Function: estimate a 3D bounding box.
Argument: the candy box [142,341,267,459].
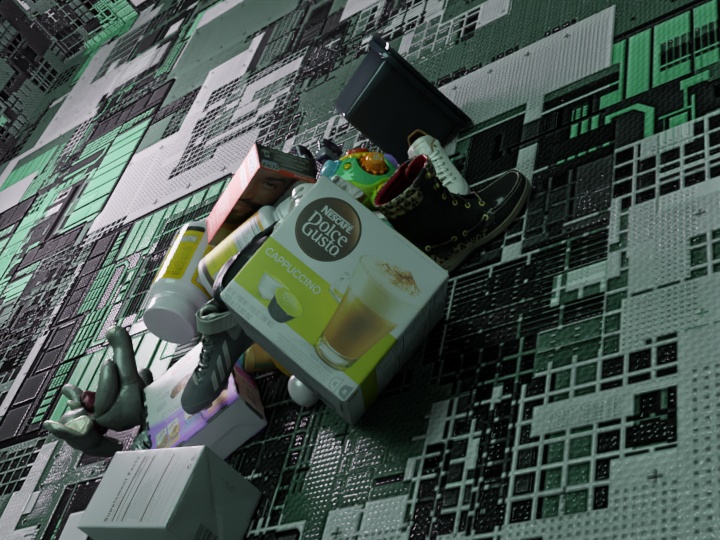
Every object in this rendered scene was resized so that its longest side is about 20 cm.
[{"bbox_3d":[-0.236,0.203,1.484,0.167,0.072,0.200,-39,31,7],"label":"candy box"}]

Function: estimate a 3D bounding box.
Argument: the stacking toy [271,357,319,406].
[{"bbox_3d":[-0.088,0.100,1.408,0.145,0.146,0.202,-28,48,23],"label":"stacking toy"}]

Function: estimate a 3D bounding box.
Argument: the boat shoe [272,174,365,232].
[{"bbox_3d":[-0.069,-0.083,1.349,0.071,0.069,0.200,-52,-10,31],"label":"boat shoe"}]

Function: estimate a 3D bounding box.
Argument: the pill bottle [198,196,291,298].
[{"bbox_3d":[-0.166,-0.031,1.645,0.199,0.109,0.110,-38,30,14],"label":"pill bottle"}]

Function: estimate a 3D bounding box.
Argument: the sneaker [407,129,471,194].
[{"bbox_3d":[0.107,-0.149,1.509,0.072,0.085,0.201,-35,32,9],"label":"sneaker"}]

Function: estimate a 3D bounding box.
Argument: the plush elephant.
[{"bbox_3d":[-0.415,0.221,1.582,0.153,0.165,0.202,-15,58,-2],"label":"plush elephant"}]

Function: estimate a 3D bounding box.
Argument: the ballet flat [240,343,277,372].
[{"bbox_3d":[-0.147,0.090,1.540,0.062,0.069,0.201,3,36,-3],"label":"ballet flat"}]

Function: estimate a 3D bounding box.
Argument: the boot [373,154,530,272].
[{"bbox_3d":[0.124,-0.099,1.356,0.200,0.151,0.073,-40,30,5],"label":"boot"}]

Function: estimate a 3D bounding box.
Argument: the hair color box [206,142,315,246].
[{"bbox_3d":[-0.172,-0.115,1.692,0.200,0.110,0.064,-52,38,37],"label":"hair color box"}]

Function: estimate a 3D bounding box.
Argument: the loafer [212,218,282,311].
[{"bbox_3d":[-0.132,-0.016,1.332,0.071,0.068,0.201,-50,0,39],"label":"loafer"}]

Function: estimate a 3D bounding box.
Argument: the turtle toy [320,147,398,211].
[{"bbox_3d":[0.009,-0.138,1.558,0.144,0.102,0.200,-8,0,20],"label":"turtle toy"}]

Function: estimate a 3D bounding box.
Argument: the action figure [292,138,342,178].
[{"bbox_3d":[-0.066,-0.138,1.716,0.129,0.069,0.202,-22,50,20],"label":"action figure"}]

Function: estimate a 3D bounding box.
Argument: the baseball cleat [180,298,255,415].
[{"bbox_3d":[-0.205,0.105,1.368,0.201,0.106,0.070,-52,39,6],"label":"baseball cleat"}]

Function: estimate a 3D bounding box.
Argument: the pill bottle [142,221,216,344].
[{"bbox_3d":[-0.302,0.022,1.746,0.113,0.114,0.201,-18,38,36],"label":"pill bottle"}]

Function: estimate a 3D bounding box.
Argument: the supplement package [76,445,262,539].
[{"bbox_3d":[-0.253,0.317,1.310,0.199,0.121,0.121,-13,42,41],"label":"supplement package"}]

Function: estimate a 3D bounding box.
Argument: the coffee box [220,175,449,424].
[{"bbox_3d":[-0.025,0.042,1.234,0.198,0.199,0.200,-49,-13,-11],"label":"coffee box"}]

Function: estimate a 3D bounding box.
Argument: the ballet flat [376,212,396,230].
[{"bbox_3d":[-0.017,-0.042,1.445,0.198,0.070,0.070,-17,39,30],"label":"ballet flat"}]

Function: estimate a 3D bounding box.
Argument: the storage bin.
[{"bbox_3d":[0.056,-0.269,1.623,0.135,0.199,0.146,-48,29,9],"label":"storage bin"}]
